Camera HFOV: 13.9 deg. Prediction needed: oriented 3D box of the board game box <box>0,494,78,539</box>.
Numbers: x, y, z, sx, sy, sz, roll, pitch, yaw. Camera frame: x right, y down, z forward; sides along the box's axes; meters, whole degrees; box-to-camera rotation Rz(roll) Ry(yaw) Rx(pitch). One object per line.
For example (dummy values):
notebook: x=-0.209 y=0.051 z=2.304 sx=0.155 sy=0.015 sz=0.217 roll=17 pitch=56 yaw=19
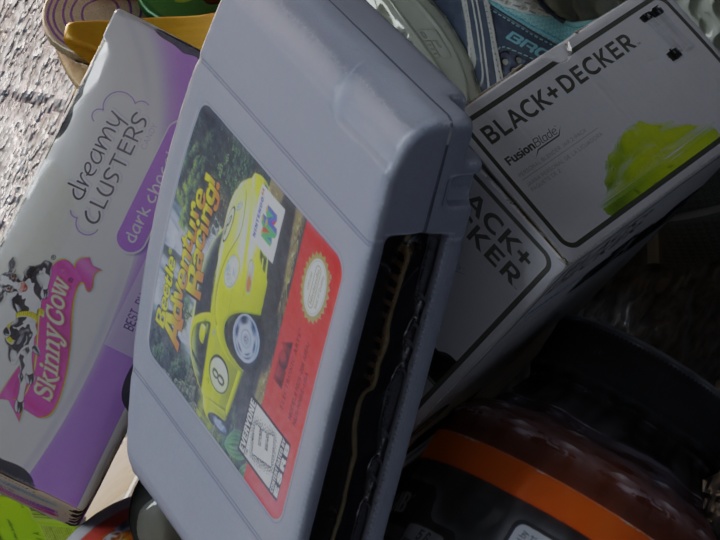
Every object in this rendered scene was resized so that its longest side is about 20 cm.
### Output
board game box: x=-0.145 y=0.171 z=1.243 sx=0.048 sy=0.102 sz=0.200 roll=-52 pitch=49 yaw=28

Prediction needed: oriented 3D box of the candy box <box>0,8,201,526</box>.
candy box: x=-0.100 y=0.007 z=1.121 sx=0.168 sy=0.071 sz=0.200 roll=-64 pitch=2 yaw=-8

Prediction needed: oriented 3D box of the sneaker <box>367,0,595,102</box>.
sneaker: x=0.023 y=-0.135 z=1.057 sx=0.086 sy=0.200 sz=0.078 roll=-31 pitch=3 yaw=13

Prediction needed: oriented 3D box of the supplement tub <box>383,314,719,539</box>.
supplement tub: x=0.048 y=0.117 z=0.975 sx=0.200 sy=0.107 sz=0.107 roll=-59 pitch=25 yaw=-10

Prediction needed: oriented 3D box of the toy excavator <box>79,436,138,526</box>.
toy excavator: x=-0.153 y=0.138 z=1.384 sx=0.200 sy=0.100 sz=0.195 roll=-10 pitch=59 yaw=43

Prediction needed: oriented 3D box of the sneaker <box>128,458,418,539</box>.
sneaker: x=-0.045 y=0.079 z=1.117 sx=0.079 sy=0.200 sz=0.075 roll=3 pitch=98 yaw=23

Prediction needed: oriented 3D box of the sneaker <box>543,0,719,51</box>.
sneaker: x=0.078 y=-0.126 z=1.121 sx=0.200 sy=0.100 sz=0.070 roll=7 pitch=111 yaw=24

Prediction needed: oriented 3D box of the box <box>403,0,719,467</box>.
box: x=0.037 y=0.001 z=0.987 sx=0.117 sy=0.060 sz=0.200 roll=-34 pitch=-11 yaw=-40

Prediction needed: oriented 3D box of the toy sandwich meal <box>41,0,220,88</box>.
toy sandwich meal: x=-0.052 y=-0.148 z=1.288 sx=0.205 sy=0.070 sz=0.205 roll=-12 pitch=53 yaw=17

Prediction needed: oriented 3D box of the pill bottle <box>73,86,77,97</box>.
pill bottle: x=-0.076 y=-0.109 z=1.391 sx=0.113 sy=0.113 sz=0.200 roll=-37 pitch=40 yaw=45

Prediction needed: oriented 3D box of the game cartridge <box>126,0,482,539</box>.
game cartridge: x=-0.025 y=0.010 z=0.936 sx=0.133 sy=0.041 sz=0.200 roll=51 pitch=135 yaw=51

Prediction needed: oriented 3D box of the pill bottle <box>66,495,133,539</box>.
pill bottle: x=-0.048 y=0.167 z=1.121 sx=0.112 sy=0.111 sz=0.200 roll=-63 pitch=27 yaw=7

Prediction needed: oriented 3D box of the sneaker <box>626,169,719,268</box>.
sneaker: x=0.087 y=-0.040 z=1.085 sx=0.200 sy=0.070 sz=0.080 roll=-18 pitch=51 yaw=57
